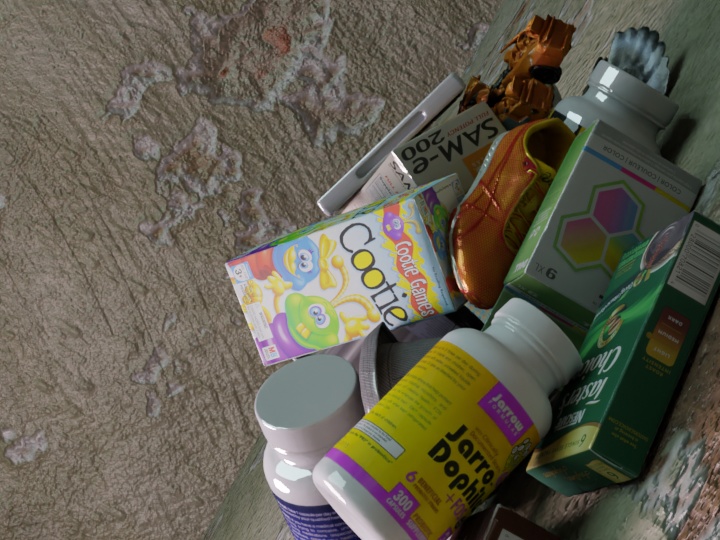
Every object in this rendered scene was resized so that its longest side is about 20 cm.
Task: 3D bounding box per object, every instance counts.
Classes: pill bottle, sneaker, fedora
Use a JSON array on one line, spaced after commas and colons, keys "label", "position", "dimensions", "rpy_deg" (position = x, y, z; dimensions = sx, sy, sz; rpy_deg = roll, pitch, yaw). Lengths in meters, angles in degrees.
[{"label": "pill bottle", "position": [0.067, 0.114, 1.019], "dimensions": [0.200, 0.104, 0.104], "rpy_deg": [-44, 3, -12]}, {"label": "pill bottle", "position": [0.206, -0.087, 1.306], "dimensions": [0.201, 0.112, 0.112], "rpy_deg": [-60, 6, 9]}, {"label": "sneaker", "position": [0.129, -0.056, 1.198], "dimensions": [0.077, 0.073, 0.201], "rpy_deg": [-19, 41, 47]}, {"label": "pill bottle", "position": [-0.015, 0.175, 1.195], "dimensions": [0.119, 0.201, 0.120], "rpy_deg": [-14, 34, 10]}, {"label": "fedora", "position": [0.073, 0.122, 1.153], "dimensions": [0.090, 0.200, 0.178], "rpy_deg": [-18, 48, 14]}]

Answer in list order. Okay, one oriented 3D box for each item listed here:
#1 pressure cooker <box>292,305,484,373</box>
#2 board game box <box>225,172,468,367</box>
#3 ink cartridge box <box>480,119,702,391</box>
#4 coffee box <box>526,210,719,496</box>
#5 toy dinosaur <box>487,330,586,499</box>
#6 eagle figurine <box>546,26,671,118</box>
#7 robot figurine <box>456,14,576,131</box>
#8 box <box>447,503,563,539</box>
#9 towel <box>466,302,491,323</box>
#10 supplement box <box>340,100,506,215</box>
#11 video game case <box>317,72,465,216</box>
[{"label": "pressure cooker", "position": [0.032, 0.117, 1.369], "dimensions": [0.200, 0.179, 0.176], "rpy_deg": [-52, 35, -9]}, {"label": "board game box", "position": [0.000, 0.000, 1.250], "dimensions": [0.199, 0.104, 0.105], "rpy_deg": [-18, 7, 29]}, {"label": "ink cartridge box", "position": [0.186, -0.008, 1.144], "dimensions": [0.201, 0.103, 0.059], "rpy_deg": [-62, 6, -15]}, {"label": "coffee box", "position": [0.195, 0.062, 1.022], "dimensions": [0.201, 0.044, 0.123], "rpy_deg": [-62, 7, -19]}, {"label": "toy dinosaur", "position": [0.138, 0.116, 1.235], "dimensions": [0.201, 0.047, 0.088], "rpy_deg": [-60, 23, 16]}, {"label": "eagle figurine", "position": [0.233, -0.152, 1.475], "dimensions": [0.199, 0.151, 0.152], "rpy_deg": [-32, 43, -16]}, {"label": "robot figurine", "position": [0.145, -0.172, 1.410], "dimensions": [0.200, 0.058, 0.146], "rpy_deg": [-38, 30, 66]}, {"label": "box", "position": [0.076, 0.243, 1.037], "dimensions": [0.101, 0.075, 0.200], "rpy_deg": [-63, 5, -24]}, {"label": "towel", "position": [0.095, -0.016, 1.521], "dimensions": [0.147, 0.200, 0.022], "rpy_deg": [-58, -10, 23]}, {"label": "supplement box", "position": [0.057, -0.070, 1.385], "dimensions": [0.126, 0.074, 0.200], "rpy_deg": [-31, -8, -32]}, {"label": "video game case", "position": [0.033, -0.128, 1.434], "dimensions": [0.182, 0.023, 0.200], "rpy_deg": [-43, 1, 5]}]
